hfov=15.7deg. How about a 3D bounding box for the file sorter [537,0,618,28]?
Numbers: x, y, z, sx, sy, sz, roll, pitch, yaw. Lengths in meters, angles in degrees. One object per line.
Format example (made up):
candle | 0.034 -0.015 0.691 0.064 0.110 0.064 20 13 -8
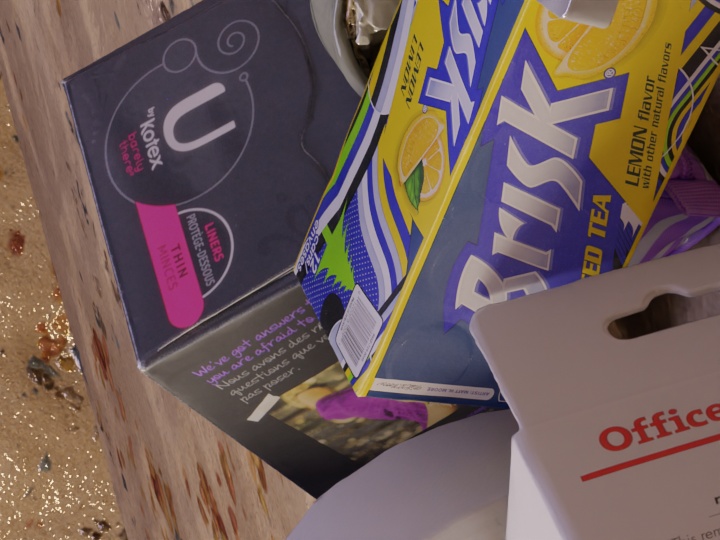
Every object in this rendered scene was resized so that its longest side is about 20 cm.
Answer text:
file sorter | 0.009 -0.182 0.613 0.139 0.124 0.200 49 126 57

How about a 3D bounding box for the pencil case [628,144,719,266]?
pencil case | 0.052 -0.090 0.839 0.085 0.084 0.200 -32 70 38

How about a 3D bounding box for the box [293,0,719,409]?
box | 0.051 -0.058 0.716 0.200 0.070 0.064 -67 31 30

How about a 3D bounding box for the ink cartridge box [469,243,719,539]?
ink cartridge box | 0.112 0.089 0.691 0.068 0.115 0.200 91 160 -49

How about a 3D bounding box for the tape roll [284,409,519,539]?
tape roll | 0.059 0.146 0.799 0.071 0.202 0.203 -141 38 -69

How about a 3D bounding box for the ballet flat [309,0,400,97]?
ballet flat | 0.041 -0.133 0.739 0.064 0.067 0.200 -109 35 -56

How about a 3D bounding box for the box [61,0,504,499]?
box | 0.000 0.000 0.900 0.200 0.106 0.122 44 -157 -54
